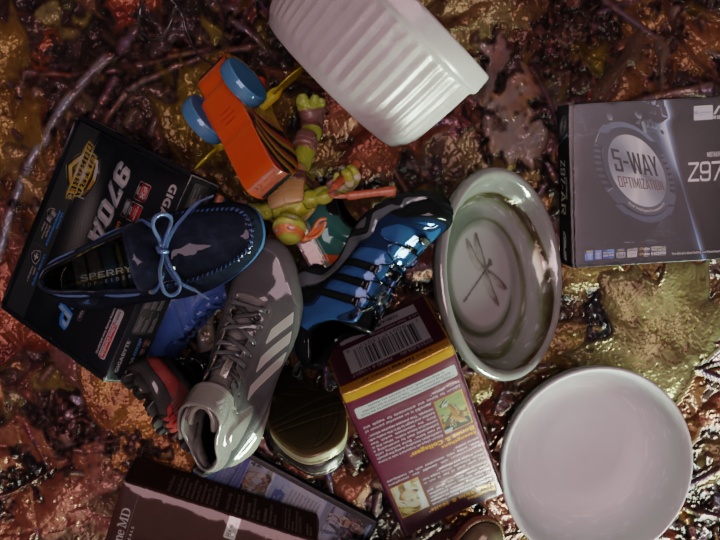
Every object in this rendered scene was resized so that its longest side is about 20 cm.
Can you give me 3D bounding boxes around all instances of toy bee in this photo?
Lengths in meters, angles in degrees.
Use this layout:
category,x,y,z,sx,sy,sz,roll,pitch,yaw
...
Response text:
category,x,y,z,sx,sy,sz,roll,pitch,yaw
toy bee,-0.103,-0.155,0.825,0.129,0.108,0.203,-16,83,25

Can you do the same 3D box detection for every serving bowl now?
category,x,y,z,sx,sy,sz,roll,pitch,yaw
serving bowl,0.234,0.191,0.951,0.197,0.066,0.203,0,97,-4

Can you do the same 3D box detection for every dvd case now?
category,x,y,z,sx,sy,sz,roll,pitch,yaw
dvd case,-0.099,0.274,0.961,0.198,0.018,0.144,29,94,-6

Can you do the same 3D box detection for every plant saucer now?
category,x,y,z,sx,sy,sz,roll,pitch,yaw
plant saucer,0.123,0.004,0.893,0.198,0.050,0.204,6,81,-46

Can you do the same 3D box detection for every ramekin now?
category,x,y,z,sx,sy,sz,roll,pitch,yaw
ramekin,0.009,-0.203,0.823,0.200,0.200,0.105,43,102,-8

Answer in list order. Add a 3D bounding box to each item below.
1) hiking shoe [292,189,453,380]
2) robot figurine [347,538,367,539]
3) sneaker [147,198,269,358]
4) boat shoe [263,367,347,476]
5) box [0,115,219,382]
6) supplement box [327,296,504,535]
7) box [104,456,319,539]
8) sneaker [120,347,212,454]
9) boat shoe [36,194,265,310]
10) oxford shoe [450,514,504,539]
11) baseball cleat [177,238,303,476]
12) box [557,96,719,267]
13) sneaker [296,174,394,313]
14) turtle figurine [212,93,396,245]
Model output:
category,x,y,z,sx,sy,sz,roll,pitch,yaw
hiking shoe,0.011,0.012,0.814,0.199,0.088,0.074,-39,143,26
robot figurine,0.032,0.351,0.950,0.197,0.058,0.147,6,96,-15
sneaker,-0.148,0.030,0.897,0.110,0.077,0.203,15,90,4
boat shoe,-0.054,0.148,0.863,0.071,0.201,0.067,-18,108,-16
box,-0.236,-0.021,0.861,0.158,0.046,0.202,27,96,28
supplement box,0.052,0.142,0.885,0.109,0.086,0.202,-23,123,-2
box,-0.148,0.268,0.913,0.197,0.075,0.102,18,96,-4
sneaker,-0.154,0.108,0.858,0.097,0.201,0.071,-37,70,-8
boat shoe,-0.174,-0.003,0.767,0.198,0.069,0.085,-22,82,14
oxford shoe,0.104,0.341,0.898,0.069,0.075,0.203,14,94,-16
baseball cleat,-0.100,0.075,0.776,0.069,0.106,0.203,12,98,16
box,0.300,-0.090,0.931,0.197,0.044,0.163,-3,98,-4
sneaker,0.000,0.000,0.907,0.079,0.071,0.202,-30,97,5
turtle figurine,-0.058,-0.085,0.854,0.197,0.064,0.163,-16,55,20
